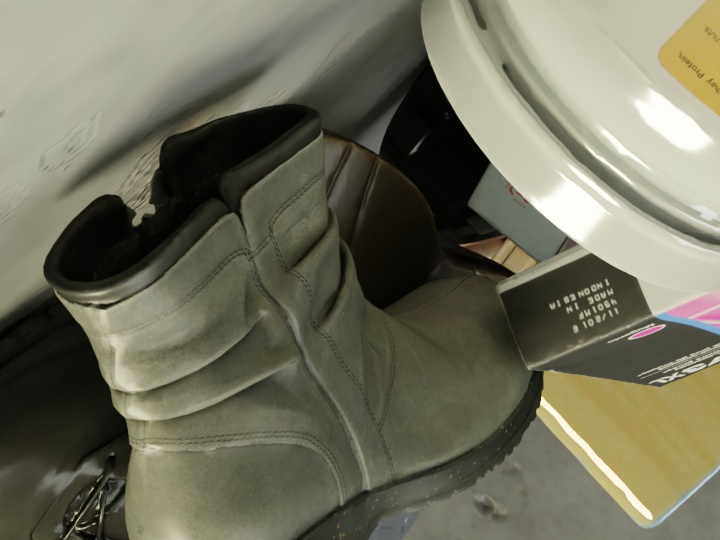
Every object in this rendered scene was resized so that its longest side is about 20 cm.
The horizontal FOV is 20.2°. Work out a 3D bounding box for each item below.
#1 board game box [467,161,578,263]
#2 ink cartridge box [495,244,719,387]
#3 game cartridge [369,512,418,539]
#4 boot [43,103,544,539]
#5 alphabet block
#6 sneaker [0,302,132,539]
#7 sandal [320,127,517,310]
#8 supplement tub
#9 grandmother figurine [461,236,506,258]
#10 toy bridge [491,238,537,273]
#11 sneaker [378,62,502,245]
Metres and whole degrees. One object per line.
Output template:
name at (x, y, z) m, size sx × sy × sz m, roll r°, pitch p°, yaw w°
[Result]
board game box at (0.147, -0.092, 0.710) m, size 0.199 × 0.041 × 0.201 m, roll 1°, pitch 123°, yaw -57°
ink cartridge box at (0.125, 0.007, 0.706) m, size 0.094 × 0.037 × 0.200 m, roll -25°, pitch 168°, yaw 20°
game cartridge at (0.014, 0.067, 0.935) m, size 0.200 × 0.041 × 0.134 m, roll 43°, pitch 62°, yaw -78°
boot at (-0.008, 0.010, 0.594) m, size 0.067 × 0.131 × 0.200 m, roll 6°, pitch -153°, yaw 31°
alphabet block at (0.172, 0.008, 1.222) m, size 0.196 × 0.200 × 0.195 m, roll -43°, pitch 178°, yaw 4°
sneaker at (-0.063, 0.062, 0.645) m, size 0.200 × 0.091 × 0.076 m, roll -7°, pitch 139°, yaw -56°
sandal at (0.000, 0.000, 0.709) m, size 0.082 × 0.055 × 0.200 m, roll -58°, pitch 147°, yaw 6°
supplement tub at (0.122, -0.102, 0.519) m, size 0.200 × 0.145 × 0.144 m, roll -46°, pitch 172°, yaw 33°
grandmother figurine at (0.092, -0.040, 0.944) m, size 0.121 × 0.061 × 0.200 m, roll -24°, pitch 168°, yaw 29°
toy bridge at (0.067, 0.019, 0.891) m, size 0.067 × 0.027 × 0.200 m, roll -28°, pitch 152°, yaw -38°
sneaker at (0.088, -0.081, 0.772) m, size 0.200 × 0.075 × 0.079 m, roll -42°, pitch 176°, yaw 1°
